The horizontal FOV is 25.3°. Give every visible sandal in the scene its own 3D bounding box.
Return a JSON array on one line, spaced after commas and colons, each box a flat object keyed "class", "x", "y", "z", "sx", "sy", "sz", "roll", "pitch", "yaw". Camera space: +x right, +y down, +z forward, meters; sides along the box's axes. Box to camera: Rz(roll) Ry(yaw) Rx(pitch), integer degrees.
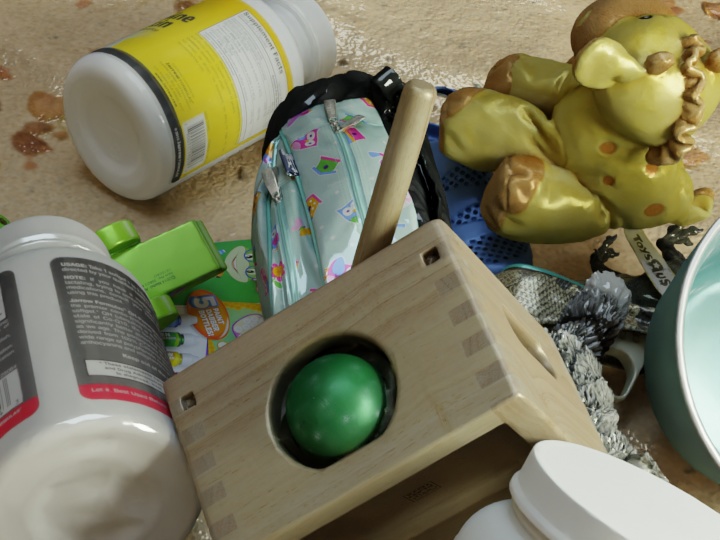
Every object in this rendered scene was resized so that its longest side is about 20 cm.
[{"class": "sandal", "x": 0.065, "y": -0.059, "z": 1.127, "sx": 0.079, "sy": 0.087, "sz": 0.200, "roll": -8, "pitch": 41, "yaw": -19}]

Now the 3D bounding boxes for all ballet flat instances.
[{"class": "ballet flat", "x": 0.171, "y": 0.051, "z": 1.011, "sx": 0.199, "sy": 0.068, "sz": 0.076, "roll": 12, "pitch": 56, "yaw": -9}]

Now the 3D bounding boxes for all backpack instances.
[{"class": "backpack", "x": 0.000, "y": 0.000, "z": 0.940, "sx": 0.126, "sy": 0.167, "sz": 0.200, "roll": -17, "pitch": 42, "yaw": 4}]

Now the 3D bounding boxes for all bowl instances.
[{"class": "bowl", "x": 0.248, "y": 0.056, "z": 0.945, "sx": 0.200, "sy": 0.105, "sz": 0.202, "roll": 4, "pitch": 78, "yaw": -19}]

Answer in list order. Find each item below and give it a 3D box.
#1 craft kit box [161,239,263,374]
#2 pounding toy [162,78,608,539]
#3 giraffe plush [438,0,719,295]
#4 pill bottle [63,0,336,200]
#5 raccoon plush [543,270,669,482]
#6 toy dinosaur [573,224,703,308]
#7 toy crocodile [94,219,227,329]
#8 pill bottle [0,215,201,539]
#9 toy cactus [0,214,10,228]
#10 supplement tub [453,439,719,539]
[{"class": "craft kit box", "x": -0.042, "y": 0.053, "z": 1.009, "sx": 0.196, "sy": 0.049, "sz": 0.200, "roll": -4, "pitch": 39, "yaw": -15}, {"class": "pounding toy", "x": 0.015, "y": 0.051, "z": 0.762, "sx": 0.184, "sy": 0.200, "sz": 0.143, "roll": -31, "pitch": 56, "yaw": 12}, {"class": "giraffe plush", "x": 0.164, "y": -0.104, "z": 1.028, "sx": 0.172, "sy": 0.162, "sz": 0.200, "roll": -33, "pitch": 65, "yaw": -33}, {"class": "pill bottle", "x": -0.113, "y": -0.139, "z": 1.188, "sx": 0.112, "sy": 0.112, "sz": 0.200, "roll": 30, "pitch": 44, "yaw": 29}, {"class": "raccoon plush", "x": 0.137, "y": 0.074, "z": 0.880, "sx": 0.134, "sy": 0.097, "sz": 0.200, "roll": 19, "pitch": 59, "yaw": 34}, {"class": "toy dinosaur", "x": 0.194, "y": 0.008, "z": 1.086, "sx": 0.199, "sy": 0.048, "sz": 0.088, "roll": 1, "pitch": 43, "yaw": 4}, {"class": "toy crocodile", "x": -0.172, "y": 0.028, "z": 0.964, "sx": 0.200, "sy": 0.062, "sz": 0.068, "roll": -31, "pitch": 83, "yaw": -23}, {"class": "pill bottle", "x": -0.152, "y": 0.057, "z": 0.824, "sx": 0.110, "sy": 0.111, "sz": 0.200, "roll": -7, "pitch": 36, "yaw": -15}, {"class": "toy cactus", "x": -0.308, "y": -0.012, "z": 1.036, "sx": 0.164, "sy": 0.103, "sz": 0.201, "roll": -13, "pitch": 50, "yaw": -6}, {"class": "supplement tub", "x": 0.083, "y": 0.190, "z": 0.688, "sx": 0.144, "sy": 0.201, "sz": 0.145, "roll": 25, "pitch": 11, "yaw": -5}]
